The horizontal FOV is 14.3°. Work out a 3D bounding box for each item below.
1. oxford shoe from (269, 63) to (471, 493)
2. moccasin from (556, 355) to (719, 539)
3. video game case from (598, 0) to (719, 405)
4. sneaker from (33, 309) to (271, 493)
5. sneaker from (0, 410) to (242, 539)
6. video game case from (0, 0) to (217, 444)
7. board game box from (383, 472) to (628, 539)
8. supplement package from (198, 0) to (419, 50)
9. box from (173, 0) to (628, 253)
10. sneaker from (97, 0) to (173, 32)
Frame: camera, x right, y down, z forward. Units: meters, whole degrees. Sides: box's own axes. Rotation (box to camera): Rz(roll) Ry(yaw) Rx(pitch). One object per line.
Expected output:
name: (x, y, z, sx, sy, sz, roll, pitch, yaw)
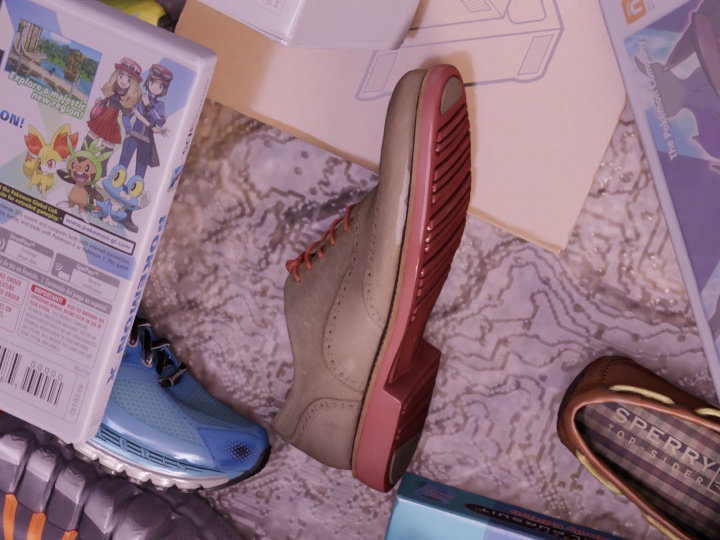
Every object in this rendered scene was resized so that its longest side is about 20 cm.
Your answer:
oxford shoe: (0.000, 0.000, 1.252, 0.074, 0.070, 0.201, 18, 112, 16)
moccasin: (0.178, 0.104, 1.255, 0.201, 0.078, 0.074, 36, 102, 0)
video game case: (0.192, -0.064, 1.151, 0.182, 0.023, 0.201, -30, 66, 37)
sneaker: (-0.120, 0.025, 1.280, 0.200, 0.078, 0.090, 35, 98, 0)
sneaker: (-0.141, 0.136, 1.308, 0.199, 0.078, 0.112, 31, 106, 12)
video game case: (-0.177, -0.046, 1.226, 0.199, 0.022, 0.183, 24, 109, 13)
board game box: (0.063, 0.211, 1.302, 0.150, 0.047, 0.201, 16, 101, 4)
supplement package: (-0.054, -0.218, 1.175, 0.199, 0.147, 0.192, 27, 101, 16)
box: (0.031, -0.122, 1.264, 0.199, 0.021, 0.164, 24, 101, 3)
sneaker: (-0.182, -0.120, 1.263, 0.199, 0.078, 0.091, 0, 97, 7)
